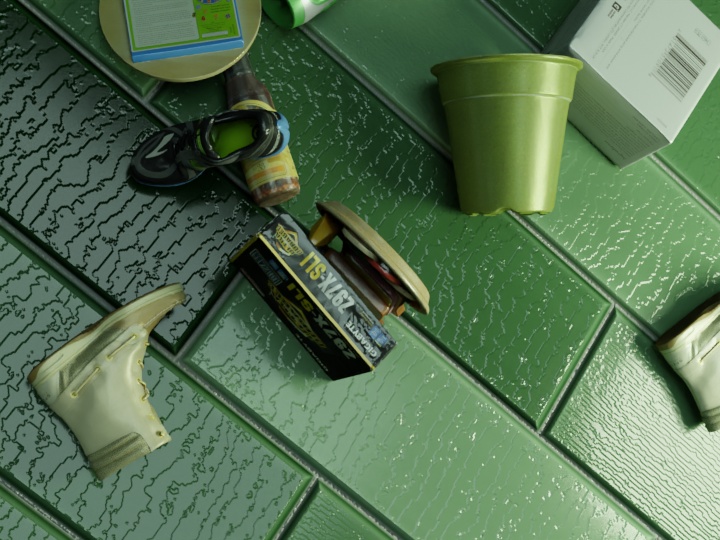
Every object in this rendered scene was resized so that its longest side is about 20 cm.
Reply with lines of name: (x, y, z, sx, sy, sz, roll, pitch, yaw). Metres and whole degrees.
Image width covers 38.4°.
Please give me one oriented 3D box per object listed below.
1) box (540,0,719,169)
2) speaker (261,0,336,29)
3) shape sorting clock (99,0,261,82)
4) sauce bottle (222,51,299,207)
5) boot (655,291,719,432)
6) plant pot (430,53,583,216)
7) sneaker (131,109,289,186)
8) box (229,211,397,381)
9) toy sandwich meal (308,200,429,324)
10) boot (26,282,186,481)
box: (0.375, -0.292, 1.446, 0.199, 0.131, 0.200, 40, 69, -8)
speaker: (-0.042, -0.401, 1.342, 0.089, 0.088, 0.200, 48, 68, -5)
shape sorting clock: (-0.220, -0.319, 1.269, 0.196, 0.039, 0.204, 2, 73, -5)
sauce bottle: (-0.132, -0.182, 1.278, 0.065, 0.066, 0.203, -18, 82, -22)
boot: (0.527, 0.116, 1.453, 0.198, 0.072, 0.156, -31, 90, -17)
plant pot: (0.191, -0.168, 1.341, 0.196, 0.200, 0.194, -2, 92, -20)
sneaker: (-0.183, -0.151, 1.207, 0.196, 0.083, 0.072, -12, 83, 15)
box: (-0.059, 0.035, 1.209, 0.049, 0.159, 0.201, -42, 95, -22)
toy sandwich meal: (0.000, 0.000, 1.221, 0.070, 0.205, 0.205, -45, 96, -5)
boot: (-0.251, 0.122, 1.168, 0.199, 0.073, 0.157, -36, 92, -21)
